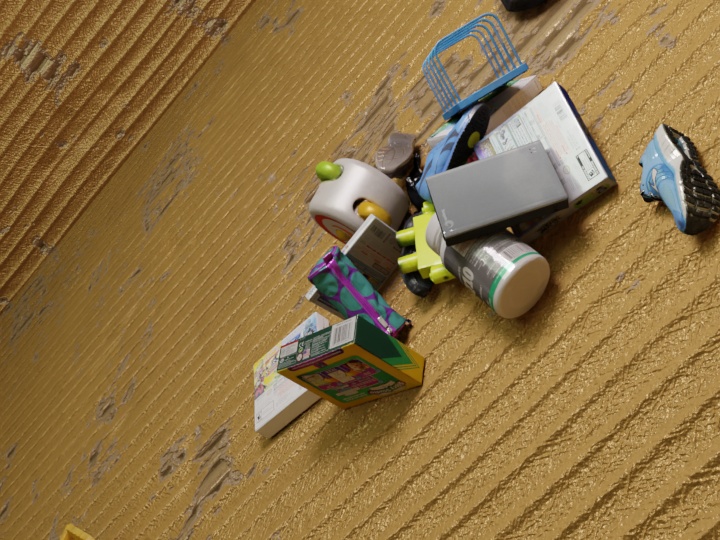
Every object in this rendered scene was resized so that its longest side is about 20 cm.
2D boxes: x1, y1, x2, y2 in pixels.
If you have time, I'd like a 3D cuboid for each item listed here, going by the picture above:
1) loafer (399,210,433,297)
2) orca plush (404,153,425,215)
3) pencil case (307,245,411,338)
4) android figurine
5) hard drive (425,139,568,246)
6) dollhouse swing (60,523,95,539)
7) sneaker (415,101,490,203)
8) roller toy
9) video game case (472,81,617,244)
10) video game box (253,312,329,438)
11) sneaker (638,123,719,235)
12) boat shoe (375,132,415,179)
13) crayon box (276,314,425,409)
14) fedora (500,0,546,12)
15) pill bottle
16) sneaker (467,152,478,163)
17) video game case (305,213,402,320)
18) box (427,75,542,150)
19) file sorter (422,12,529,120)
[{"bbox_3d":[0.113,-0.037,1.585,0.071,0.067,0.202,-49,26,38],"label":"loafer"},{"bbox_3d":[0.122,-0.178,1.704,0.105,0.071,0.202,-39,35,24],"label":"orca plush"},{"bbox_3d":[-0.005,0.052,1.544,0.085,0.200,0.092,-45,5,-13],"label":"pencil case"},{"bbox_3d":[0.159,-0.059,1.517,0.197,0.041,0.184,-15,50,18],"label":"android figurine"},{"bbox_3d":[0.212,-0.123,1.352,0.197,0.033,0.141,-18,48,5],"label":"hard drive"},{"bbox_3d":[-0.603,0.679,1.814,0.199,0.183,0.176,-1,39,52],"label":"dollhouse swing"},{"bbox_3d":[0.157,-0.216,1.516,0.078,0.065,0.202,42,114,38],"label":"sneaker"},{"bbox_3d":[-0.004,-0.121,1.719,0.198,0.183,0.141,25,77,23],"label":"roller toy"},{"bbox_3d":[0.301,-0.177,1.420,0.180,0.045,0.202,-35,60,28],"label":"video game case"},{"bbox_3d":[-0.137,0.210,1.721,0.199,0.047,0.184,-40,37,23],"label":"video game box"},{"bbox_3d":[0.451,-0.117,1.227,0.090,0.077,0.202,-54,23,39],"label":"sneaker"},{"bbox_3d":[0.078,-0.224,1.776,0.073,0.074,0.200,7,29,14],"label":"boat shoe"},{"bbox_3d":[-0.017,0.164,1.480,0.198,0.172,0.059,-24,46,39],"label":"crayon box"},{"bbox_3d":[0.338,-0.594,1.751,0.199,0.199,0.093,-19,79,44],"label":"fedora"},{"bbox_3d":[0.199,-0.023,1.373,0.114,0.113,0.200,-51,49,6],"label":"pill bottle"},{"bbox_3d":[0.269,-0.235,1.571,0.096,0.079,0.199,-50,31,-22],"label":"sneaker"},{"bbox_3d":[0.000,0.000,1.638,0.201,0.143,0.018,-51,49,7],"label":"video game case"},{"bbox_3d":[0.236,-0.297,1.623,0.200,0.037,0.143,-42,23,-31],"label":"box"},{"bbox_3d":[0.197,-0.369,1.553,0.138,0.124,0.200,-31,5,0],"label":"file sorter"}]
